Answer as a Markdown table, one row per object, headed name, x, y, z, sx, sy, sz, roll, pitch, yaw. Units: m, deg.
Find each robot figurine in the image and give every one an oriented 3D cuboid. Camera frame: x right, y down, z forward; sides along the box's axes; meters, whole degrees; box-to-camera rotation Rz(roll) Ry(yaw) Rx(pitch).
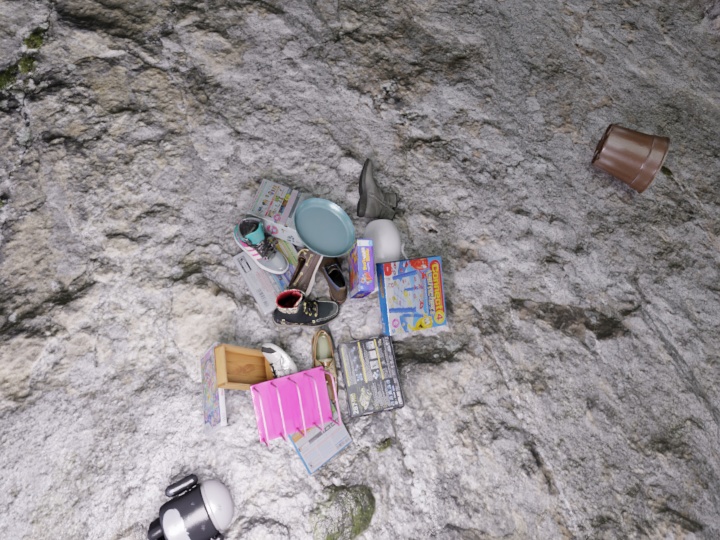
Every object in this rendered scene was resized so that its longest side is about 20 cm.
| name | x | y | z | sx | sy | sz | roll | pitch | yaw |
| --- | --- | --- | --- | --- | --- | --- | --- | --- | --- |
| robot figurine | -0.396 | 0.583 | 1.237 | 0.195 | 0.154 | 0.125 | -25 | 44 | -18 |

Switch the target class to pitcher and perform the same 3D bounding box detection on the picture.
| name | x | y | z | sx | sy | sz | roll | pitch | yaw |
| --- | --- | --- | --- | --- | --- | --- | --- | --- | --- |
| pitcher | 0.091 | -0.042 | 1.580 | 0.165 | 0.121 | 0.208 | -1 | 77 | -14 |

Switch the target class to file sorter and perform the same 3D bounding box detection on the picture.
| name | x | y | z | sx | sy | sz | roll | pitch | yaw |
| --- | --- | --- | --- | --- | --- | --- | --- | --- | --- |
| file sorter | -0.158 | 0.335 | 1.294 | 0.193 | 0.125 | 0.145 | -11 | 88 | -20 |

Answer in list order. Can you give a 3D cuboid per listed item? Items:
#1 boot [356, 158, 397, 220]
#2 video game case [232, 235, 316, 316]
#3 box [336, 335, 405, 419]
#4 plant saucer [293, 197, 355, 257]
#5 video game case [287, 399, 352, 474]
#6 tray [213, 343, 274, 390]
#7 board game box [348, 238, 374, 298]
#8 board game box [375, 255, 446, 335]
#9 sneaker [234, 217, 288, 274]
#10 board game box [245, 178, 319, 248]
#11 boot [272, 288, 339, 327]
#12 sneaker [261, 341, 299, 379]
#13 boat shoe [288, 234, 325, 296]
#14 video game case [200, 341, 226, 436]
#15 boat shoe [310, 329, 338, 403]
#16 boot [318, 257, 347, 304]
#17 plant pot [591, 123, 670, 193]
| name | x | y | z | sx | sy | sz | roll | pitch | yaw |
| --- | --- | --- | --- | --- | --- | --- | --- | --- | --- |
| boot | 0.058 | -0.253 | 1.692 | 0.126 | 0.068 | 0.208 | 8 | 74 | -12 |
| video game case | -0.254 | 0.003 | 1.550 | 0.179 | 0.022 | 0.203 | -29 | 75 | -19 |
| box | 0.028 | 0.295 | 1.466 | 0.155 | 0.049 | 0.207 | -8 | 70 | -15 |
| plant saucer | -0.108 | -0.122 | 1.541 | 0.194 | 0.028 | 0.206 | 15 | 53 | -21 |
| video game case | -0.124 | 0.403 | 1.376 | 0.141 | 0.018 | 0.205 | -31 | 96 | -20 |
| tray | -0.295 | 0.255 | 1.357 | 0.036 | 0.199 | 0.102 | -20 | 67 | 23 |
| board game box | 0.000 | 0.000 | 1.483 | 0.043 | 0.200 | 0.140 | -1 | 81 | -9 |
| board game box | 0.148 | 0.070 | 1.517 | 0.189 | 0.056 | 0.209 | -8 | 93 | -23 |
| sneaker | -0.284 | -0.080 | 1.500 | 0.197 | 0.121 | 0.084 | 37 | 66 | 7 |
| board game box | -0.231 | -0.175 | 1.590 | 0.194 | 0.065 | 0.151 | 21 | 54 | -3 |
| boot | -0.147 | 0.103 | 1.454 | 0.196 | 0.155 | 0.076 | -6 | 68 | -11 |
| sneaker | -0.205 | 0.284 | 1.395 | 0.088 | 0.075 | 0.201 | -43 | 95 | -24 |
| boat shoe | -0.155 | -0.024 | 1.521 | 0.059 | 0.071 | 0.206 | 30 | 65 | -30 |
| video game case | -0.379 | 0.304 | 1.342 | 0.017 | 0.143 | 0.207 | 3 | 65 | -33 |
| boat shoe | -0.102 | 0.262 | 1.442 | 0.073 | 0.074 | 0.207 | -7 | 69 | -12 |
| boot | -0.082 | -0.011 | 1.543 | 0.072 | 0.097 | 0.205 | -19 | 72 | -16 |
| plant pot | 0.935 | -0.406 | 1.839 | 0.193 | 0.202 | 0.204 | 25 | 65 | 11 |
